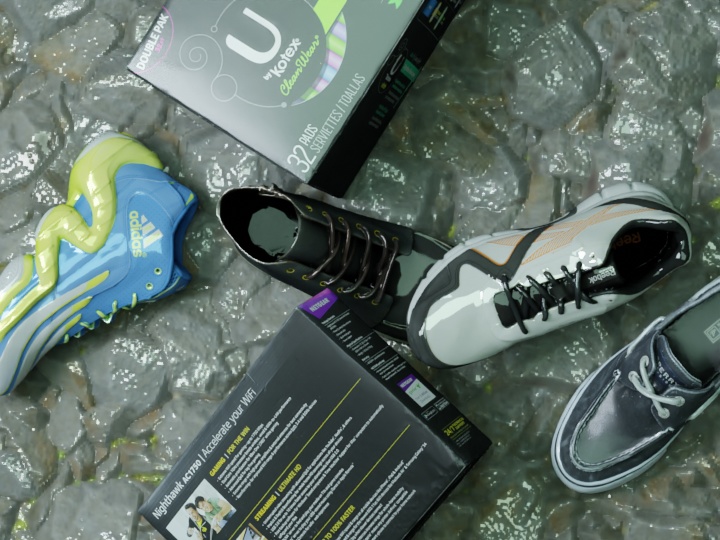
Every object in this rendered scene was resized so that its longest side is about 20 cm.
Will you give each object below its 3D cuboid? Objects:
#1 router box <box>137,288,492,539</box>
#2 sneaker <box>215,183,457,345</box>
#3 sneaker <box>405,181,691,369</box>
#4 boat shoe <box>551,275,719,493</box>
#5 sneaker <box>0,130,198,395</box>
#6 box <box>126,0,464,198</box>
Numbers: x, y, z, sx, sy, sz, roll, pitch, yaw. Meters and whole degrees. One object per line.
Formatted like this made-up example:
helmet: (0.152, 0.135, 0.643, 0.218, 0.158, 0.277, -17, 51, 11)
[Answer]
router box: (-0.032, 0.134, 1.679, 0.149, 0.051, 0.200, 43, 117, 9)
sneaker: (0.000, 0.000, 1.692, 0.200, 0.106, 0.075, 18, 89, 10)
sneaker: (0.121, 0.004, 1.657, 0.200, 0.080, 0.074, -29, 108, -7)
boat shoe: (0.200, 0.067, 1.673, 0.200, 0.068, 0.072, -40, 81, 5)
sneaker: (-0.178, 0.010, 1.737, 0.105, 0.076, 0.200, 28, 90, 10)
box: (-0.030, -0.172, 1.701, 0.148, 0.124, 0.200, 32, 93, 10)
